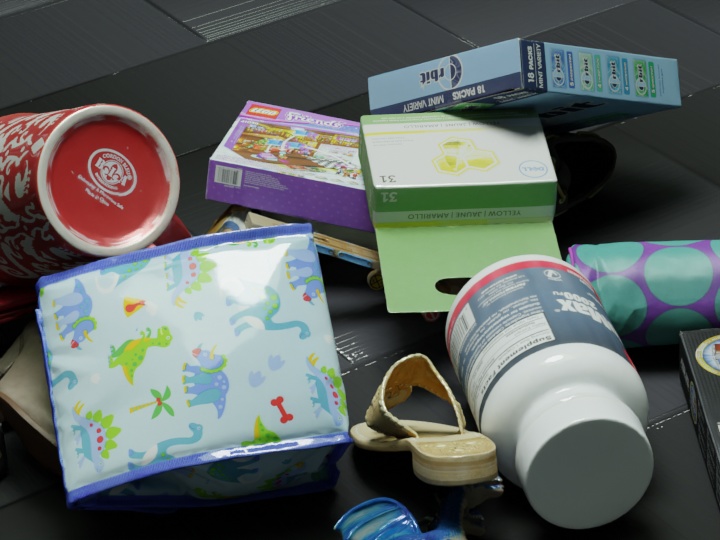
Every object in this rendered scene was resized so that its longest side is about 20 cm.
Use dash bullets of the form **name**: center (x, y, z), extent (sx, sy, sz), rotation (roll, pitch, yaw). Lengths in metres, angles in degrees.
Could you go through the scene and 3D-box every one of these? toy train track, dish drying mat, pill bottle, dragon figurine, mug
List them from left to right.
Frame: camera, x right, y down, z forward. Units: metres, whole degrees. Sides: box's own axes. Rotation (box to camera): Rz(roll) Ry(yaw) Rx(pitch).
- **dish drying mat**: center (-0.312, 0.020, 1.838), extent (0.076, 0.018, 0.200), rotation (-16, 15, -21)
- **mug**: center (-0.197, -0.059, 1.710), extent (0.176, 0.135, 0.200), rotation (0, -3, -24)
- **toy train track**: center (0.000, 0.000, 1.819), extent (0.199, 0.033, 0.115), rotation (18, 19, -18)
- **dragon figurine**: center (0.018, 0.190, 1.516), extent (0.199, 0.059, 0.099), rotation (-16, 31, -23)
- **pill bottle**: center (0.135, 0.086, 1.618), extent (0.119, 0.120, 0.200), rotation (-8, 31, -7)

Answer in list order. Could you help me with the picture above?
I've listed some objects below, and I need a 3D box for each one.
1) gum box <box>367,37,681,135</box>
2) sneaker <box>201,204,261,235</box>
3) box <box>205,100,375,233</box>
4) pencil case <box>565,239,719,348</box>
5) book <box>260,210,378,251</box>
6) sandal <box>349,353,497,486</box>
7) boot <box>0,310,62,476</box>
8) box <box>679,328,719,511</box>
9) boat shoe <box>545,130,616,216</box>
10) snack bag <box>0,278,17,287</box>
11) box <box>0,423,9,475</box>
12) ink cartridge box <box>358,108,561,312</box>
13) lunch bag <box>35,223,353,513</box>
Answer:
- **gum box**: center (0.135, -0.146, 1.895), extent (0.199, 0.045, 0.169), rotation (0, -7, -44)
- **sneaker**: center (-0.093, 0.001, 1.860), extent (0.075, 0.088, 0.200), rotation (-46, 9, 11)
- **box**: center (-0.014, -0.080, 1.890), extent (0.198, 0.039, 0.137), rotation (12, 26, 7)
- **pencil case**: center (0.252, 0.018, 1.754), extent (0.198, 0.086, 0.092), rotation (-3, -13, 3)
- **book**: center (0.031, -0.061, 1.962), extent (0.199, 0.048, 0.134), rotation (9, 32, 18)
- **sandal**: center (0.045, 0.093, 1.598), extent (0.077, 0.070, 0.212), rotation (-5, 8, -15)
- **boot**: center (-0.204, 0.072, 1.713), extent (0.146, 0.071, 0.200), rotation (-37, 31, -20)
- **box**: center (0.319, 0.105, 1.635), extent (0.159, 0.045, 0.200), rotation (-4, 30, 0)
- **boat shoe**: center (0.147, -0.078, 1.906), extent (0.060, 0.072, 0.201), rotation (-8, 10, 31)
- **snack bag**: center (-0.315, -0.008, 1.870), extent (0.188, 0.022, 0.200), rotation (-18, 16, -26)
- **box**: center (-0.388, 0.152, 1.651), extent (0.199, 0.050, 0.198), rotation (15, 36, 28)
- **ink cartridge box**: center (0.079, -0.049, 1.766), extent (0.144, 0.048, 0.201), rotation (-2, 36, -5)
- **lunch bag**: center (-0.119, 0.074, 1.613), extent (0.198, 0.128, 0.171), rotation (-7, 66, -13)
